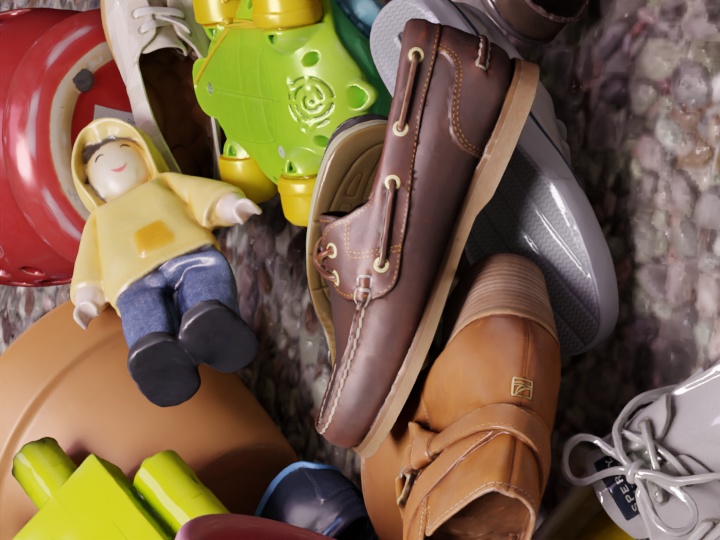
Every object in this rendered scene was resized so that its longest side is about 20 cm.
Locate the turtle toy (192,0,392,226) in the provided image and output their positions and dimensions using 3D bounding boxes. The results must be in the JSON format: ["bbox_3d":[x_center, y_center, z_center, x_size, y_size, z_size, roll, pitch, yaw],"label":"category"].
[{"bbox_3d":[-0.040,-0.116,0.859,0.199,0.100,0.147,21,123,56],"label":"turtle toy"}]

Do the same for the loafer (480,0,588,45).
[{"bbox_3d":[0.104,-0.214,0.708,0.071,0.072,0.202,8,90,54],"label":"loafer"}]

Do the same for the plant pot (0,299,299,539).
[{"bbox_3d":[-0.130,0.128,0.875,0.140,0.199,0.202,31,108,35],"label":"plant pot"}]

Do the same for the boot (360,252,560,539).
[{"bbox_3d":[0.037,0.107,0.661,0.155,0.073,0.201,-82,6,-52],"label":"boot"}]

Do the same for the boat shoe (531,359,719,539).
[{"bbox_3d":[0.124,0.089,0.605,0.202,0.085,0.075,-51,46,35],"label":"boat shoe"}]

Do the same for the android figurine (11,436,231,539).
[{"bbox_3d":[-0.138,0.184,0.740,0.200,0.041,0.182,40,87,29],"label":"android figurine"}]

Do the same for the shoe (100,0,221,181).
[{"bbox_3d":[-0.119,-0.122,0.918,0.053,0.069,0.202,5,107,59],"label":"shoe"}]

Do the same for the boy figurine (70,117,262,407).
[{"bbox_3d":[-0.118,-0.018,0.838,0.124,0.065,0.201,-28,49,3],"label":"boy figurine"}]

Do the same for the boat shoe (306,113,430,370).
[{"bbox_3d":[0.000,0.000,0.759,0.065,0.072,0.202,-118,21,-50],"label":"boat shoe"}]

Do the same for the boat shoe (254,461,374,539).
[{"bbox_3d":[-0.048,0.208,0.786,0.068,0.084,0.202,25,105,49],"label":"boat shoe"}]

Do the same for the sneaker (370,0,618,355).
[{"bbox_3d":[0.081,-0.056,0.715,0.073,0.070,0.201,-34,77,42],"label":"sneaker"}]

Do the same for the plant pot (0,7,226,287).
[{"bbox_3d":[-0.204,-0.090,1.006,0.181,0.199,0.203,-2,81,46],"label":"plant pot"}]

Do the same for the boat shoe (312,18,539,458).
[{"bbox_3d":[0.014,-0.015,0.659,0.070,0.070,0.202,-132,62,-77],"label":"boat shoe"}]

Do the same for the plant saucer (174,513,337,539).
[{"bbox_3d":[-0.001,0.179,0.657,0.200,0.199,0.051,27,95,53],"label":"plant saucer"}]
